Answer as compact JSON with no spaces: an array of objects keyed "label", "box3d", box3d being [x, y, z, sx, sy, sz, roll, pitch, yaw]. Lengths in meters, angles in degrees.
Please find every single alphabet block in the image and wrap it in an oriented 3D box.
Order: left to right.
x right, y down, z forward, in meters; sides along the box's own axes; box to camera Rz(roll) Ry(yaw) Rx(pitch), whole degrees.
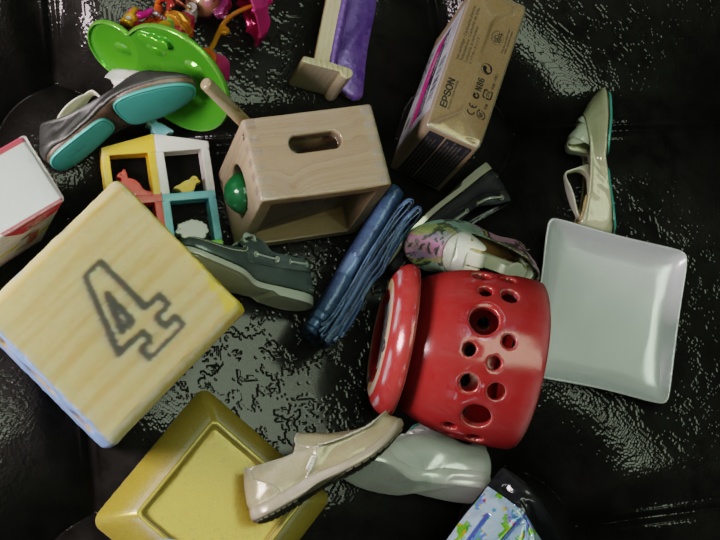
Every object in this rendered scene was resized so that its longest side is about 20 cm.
[{"label":"alphabet block","box3d":[-0.268,0.053,1.581,0.196,0.195,0.200,45,75,-5]}]

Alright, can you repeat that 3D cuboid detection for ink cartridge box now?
[{"label":"ink cartridge box","box3d":[-0.408,-0.050,1.572,0.145,0.200,0.084,-35,91,-22]},{"label":"ink cartridge box","box3d":[0.118,-0.220,1.800,0.075,0.165,0.201,22,70,-9]}]

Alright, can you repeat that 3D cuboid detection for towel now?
[{"label":"towel","box3d":[0.000,0.000,1.720,0.048,0.112,0.201,31,81,-4]}]

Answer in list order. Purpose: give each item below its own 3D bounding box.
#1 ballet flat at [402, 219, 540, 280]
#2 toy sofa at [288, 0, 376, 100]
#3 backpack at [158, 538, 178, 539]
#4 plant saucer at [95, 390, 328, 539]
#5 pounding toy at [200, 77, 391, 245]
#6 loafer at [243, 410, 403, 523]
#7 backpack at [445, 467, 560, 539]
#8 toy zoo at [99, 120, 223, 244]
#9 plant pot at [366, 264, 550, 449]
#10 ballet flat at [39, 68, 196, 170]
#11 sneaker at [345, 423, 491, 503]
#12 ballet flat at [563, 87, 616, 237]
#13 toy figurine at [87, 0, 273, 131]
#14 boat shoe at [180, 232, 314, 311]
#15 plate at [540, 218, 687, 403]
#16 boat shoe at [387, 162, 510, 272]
[{"label":"ballet flat","box3d":[0.143,-0.016,1.772,0.199,0.071,0.070,12,105,-39]},{"label":"toy sofa","box3d":[-0.020,-0.317,1.825,0.097,0.083,0.201,14,72,-12]},{"label":"backpack","box3d":[-0.201,0.386,1.543,0.175,0.153,0.201,35,94,-4]},{"label":"plant saucer","box3d":[-0.159,0.266,1.652,0.200,0.048,0.200,41,68,-5]},{"label":"pounding toy","box3d":[-0.089,-0.127,1.698,0.199,0.184,0.143,-9,73,-19]},{"label":"loafer","box3d":[-0.044,0.205,1.629,0.199,0.076,0.069,-29,79,-12]},{"label":"backpack","box3d":[0.143,0.354,1.672,0.200,0.164,0.154,-37,51,-10]},{"label":"toy zoo","box3d":[-0.234,-0.080,1.730,0.130,0.020,0.201,-6,78,-19]},{"label":"plant pot","box3d":[0.107,0.094,1.706,0.181,0.201,0.202,11,73,-5]},{"label":"ballet flat","box3d":[-0.286,-0.190,1.689,0.199,0.068,0.069,-27,63,4]},{"label":"sneaker","box3d":[0.058,0.214,1.731,0.199,0.075,0.089,14,56,-15]},{"label":"ballet flat","box3d":[0.293,-0.140,1.893,0.069,0.069,0.201,4,75,-16]},{"label":"toy figurine","box3d":[-0.193,-0.291,1.761,0.199,0.151,0.184,25,54,16]},{"label":"boat shoe","box3d":[-0.132,-0.009,1.692,0.199,0.073,0.062,23,65,-39]},{"label":"plate","box3d":[0.307,0.053,1.855,0.199,0.032,0.201,13,78,-14]},{"label":"boat shoe","box3d":[0.108,-0.053,1.805,0.063,0.073,0.200,48,64,1]}]
